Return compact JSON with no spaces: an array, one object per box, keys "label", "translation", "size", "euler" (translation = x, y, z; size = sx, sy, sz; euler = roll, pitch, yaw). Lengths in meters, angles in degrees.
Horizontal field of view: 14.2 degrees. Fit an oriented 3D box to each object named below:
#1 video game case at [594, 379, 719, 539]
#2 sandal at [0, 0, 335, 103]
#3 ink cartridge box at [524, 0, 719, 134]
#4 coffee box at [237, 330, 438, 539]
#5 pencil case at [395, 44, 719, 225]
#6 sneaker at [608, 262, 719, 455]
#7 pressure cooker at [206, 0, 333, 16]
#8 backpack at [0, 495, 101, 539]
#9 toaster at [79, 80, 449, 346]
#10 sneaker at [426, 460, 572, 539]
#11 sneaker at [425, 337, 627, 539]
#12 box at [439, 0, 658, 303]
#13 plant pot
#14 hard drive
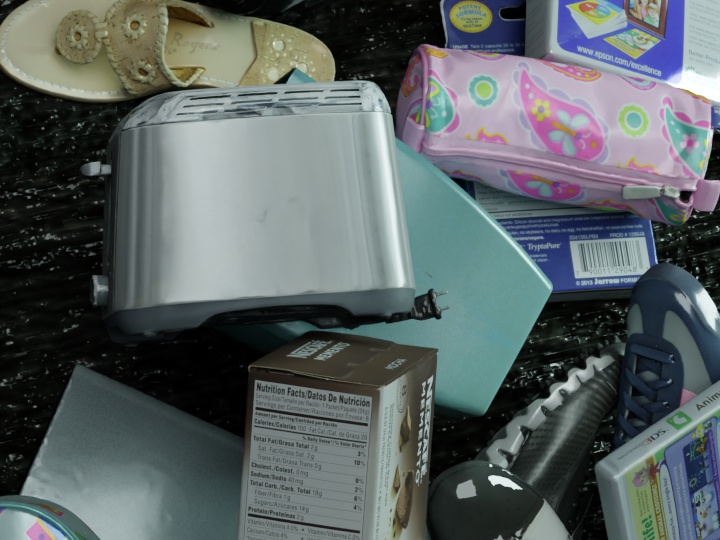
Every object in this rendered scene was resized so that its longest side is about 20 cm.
[{"label":"video game case","translation":[0.226,0.145,1.716],"size":[0.182,0.200,0.022],"euler":[-31,41,-21]},{"label":"sandal","translation":[-0.114,-0.144,1.767],"size":[0.211,0.070,0.078],"euler":[7,71,-12]},{"label":"ink cartridge box","translation":[0.198,-0.195,1.855],"size":[0.198,0.043,0.201],"euler":[15,67,-25]},{"label":"coffee box","translation":[-0.015,0.143,1.584],"size":[0.080,0.113,0.201],"euler":[7,100,16]},{"label":"pencil case","translation":[0.120,-0.082,1.766],"size":[0.199,0.087,0.088],"euler":[11,70,-11]},{"label":"sneaker","translation":[0.177,0.099,1.715],"size":[0.082,0.070,0.201],"euler":[-23,113,-38]},{"label":"pressure cooker","translation":[-0.023,-0.266,1.770],"size":[0.200,0.179,0.176],"euler":[-30,80,-26]},{"label":"backpack","translation":[-0.188,0.224,1.577],"size":[0.176,0.153,0.200],"euler":[-37,82,5]},{"label":"toaster","translation":[-0.051,-0.031,1.569],"size":[0.199,0.114,0.130],"euler":[-4,86,-11]},{"label":"sneaker","translation":[0.109,0.198,1.665],"size":[0.074,0.089,0.200],"euler":[-34,103,-1]},{"label":"sneaker","translation":[0.110,0.129,1.744],"size":[0.200,0.066,0.091],"euler":[-43,90,-18]},{"label":"box","translation":[0.115,-0.078,1.826],"size":[0.121,0.032,0.201],"euler":[-3,75,-16]},{"label":"plant pot","translation":[0.000,0.000,1.707],"size":[0.200,0.141,0.142],"euler":[31,81,-8]},{"label":"hard drive","translation":[-0.105,0.158,1.694],"size":[0.199,0.033,0.140],"euler":[24,69,-6]}]
